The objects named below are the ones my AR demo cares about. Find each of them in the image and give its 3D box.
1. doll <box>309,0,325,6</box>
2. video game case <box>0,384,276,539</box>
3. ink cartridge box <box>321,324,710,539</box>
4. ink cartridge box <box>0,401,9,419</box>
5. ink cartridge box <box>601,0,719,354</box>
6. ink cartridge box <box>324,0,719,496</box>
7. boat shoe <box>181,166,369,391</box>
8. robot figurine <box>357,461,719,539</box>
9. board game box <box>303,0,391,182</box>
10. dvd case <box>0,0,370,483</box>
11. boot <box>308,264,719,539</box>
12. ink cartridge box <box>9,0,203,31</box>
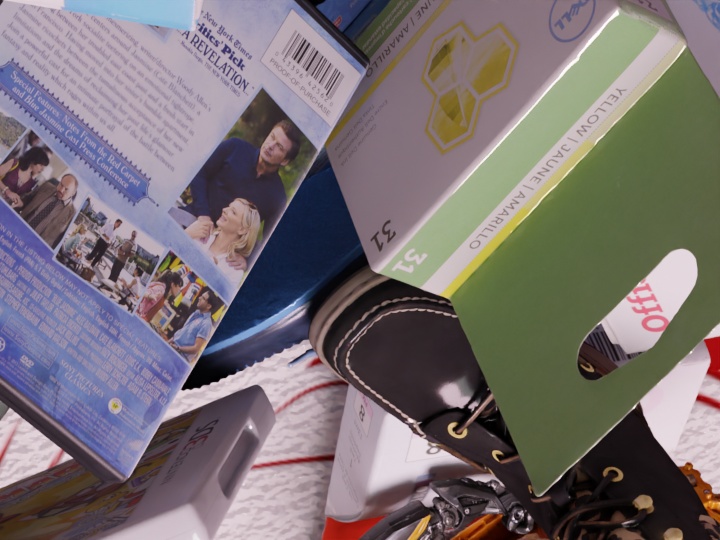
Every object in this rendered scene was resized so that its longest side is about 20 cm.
[{"bbox_3d":[-0.063,-0.135,0.923,0.199,0.048,0.137,3,109,-15],"label":"doll"},{"bbox_3d":[-0.138,0.109,0.937,0.199,0.182,0.023,-23,98,10],"label":"video game case"},{"bbox_3d":[0.067,0.100,1.141,0.162,0.057,0.201,-9,137,-18],"label":"ink cartridge box"},{"bbox_3d":[-0.203,-0.018,0.931,0.147,0.145,0.200,25,119,-32],"label":"ink cartridge box"},{"bbox_3d":[0.178,-0.054,0.955,0.199,0.086,0.148,-10,141,19],"label":"ink cartridge box"},{"bbox_3d":[0.063,-0.040,0.873,0.048,0.201,0.146,21,124,-36],"label":"ink cartridge box"},{"bbox_3d":[0.000,0.000,0.999,0.199,0.084,0.069,-28,135,13],"label":"boat shoe"},{"bbox_3d":[0.076,0.155,1.115,0.199,0.058,0.146,-10,128,-28],"label":"robot figurine"},{"bbox_3d":[0.032,-0.038,1.053,0.199,0.037,0.151,29,118,-32],"label":"board game box"},{"bbox_3d":[-0.091,-0.045,0.855,0.143,0.201,0.018,41,153,-24],"label":"dvd case"},{"bbox_3d":[0.077,0.080,0.966,0.073,0.151,0.200,-45,136,14],"label":"boot"},{"bbox_3d":[-0.135,-0.190,0.768,0.199,0.147,0.147,9,130,-1],"label":"ink cartridge box"}]
